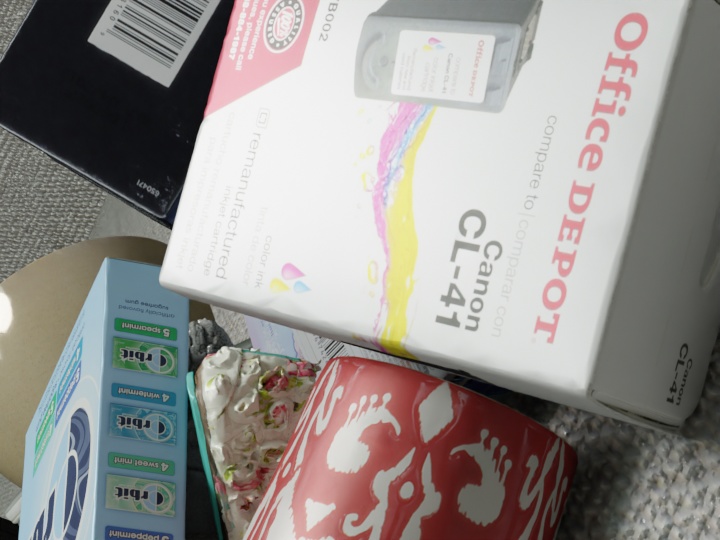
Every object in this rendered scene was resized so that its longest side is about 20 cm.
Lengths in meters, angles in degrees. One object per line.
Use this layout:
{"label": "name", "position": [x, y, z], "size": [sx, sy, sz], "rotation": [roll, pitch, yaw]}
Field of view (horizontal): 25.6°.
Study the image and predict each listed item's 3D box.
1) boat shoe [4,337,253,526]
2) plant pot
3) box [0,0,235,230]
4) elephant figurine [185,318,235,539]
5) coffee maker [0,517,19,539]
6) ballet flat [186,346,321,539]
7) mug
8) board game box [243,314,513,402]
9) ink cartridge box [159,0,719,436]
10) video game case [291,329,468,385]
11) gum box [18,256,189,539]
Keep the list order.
{"label": "boat shoe", "position": [-0.127, 0.112, 0.986], "size": [0.202, 0.065, 0.074], "rotation": [-31, 3, -2]}
{"label": "plant pot", "position": [-0.171, 0.094, 1.097], "size": [0.134, 0.200, 0.200], "rotation": [51, 126, 32]}
{"label": "box", "position": [-0.098, -0.133, 0.903], "size": [0.200, 0.123, 0.198], "rotation": [-60, -1, -2]}
{"label": "elephant figurine", "position": [-0.074, 0.157, 0.803], "size": [0.142, 0.155, 0.200], "rotation": [-52, -11, -47]}
{"label": "coffee maker", "position": [-0.257, 0.249, 1.209], "size": [0.192, 0.200, 0.135], "rotation": [138, 150, -59]}
{"label": "ballet flat", "position": [-0.033, 0.128, 0.707], "size": [0.076, 0.064, 0.200], "rotation": [-116, 18, -71]}
{"label": "mug", "position": [-0.008, 0.146, 0.624], "size": [0.200, 0.133, 0.178], "rotation": [-68, 16, -13]}
{"label": "board game box", "position": [0.000, 0.000, 0.796], "size": [0.199, 0.043, 0.200], "rotation": [-48, 53, 50]}
{"label": "ink cartridge box", "position": [0.036, -0.037, 0.591], "size": [0.200, 0.086, 0.148], "rotation": [13, 86, 38]}
{"label": "video game case", "position": [0.015, -0.046, 0.702], "size": [0.182, 0.022, 0.200], "rotation": [-47, 55, 36]}
{"label": "gum box", "position": [-0.124, 0.124, 0.734], "size": [0.170, 0.045, 0.200], "rotation": [124, 150, -48]}
